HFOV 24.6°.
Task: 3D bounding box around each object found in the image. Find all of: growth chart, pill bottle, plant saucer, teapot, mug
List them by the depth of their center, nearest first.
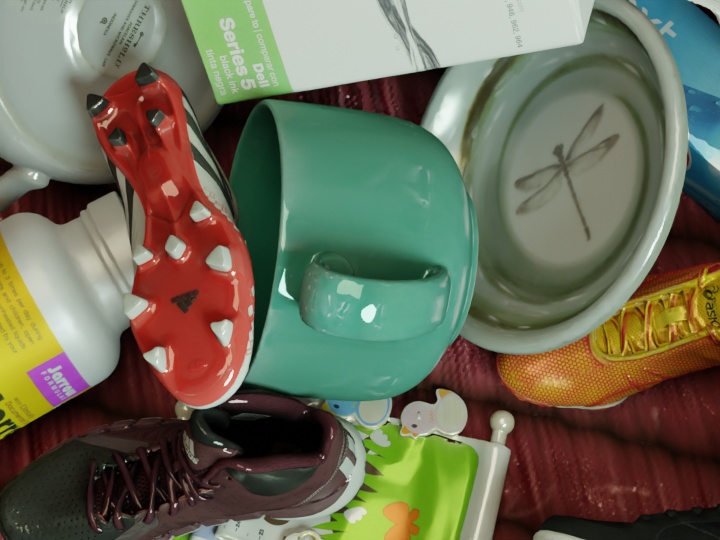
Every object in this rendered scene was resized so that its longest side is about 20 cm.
[{"bbox_3d":[-0.003,0.004,0.856,0.114,0.152,0.185,6,45,-16],"label":"mug"},{"bbox_3d":[0.108,-0.051,0.891,0.200,0.050,0.201,-18,66,47],"label":"plant saucer"},{"bbox_3d":[-0.020,0.127,0.897,0.199,0.018,0.145,4,71,6],"label":"growth chart"},{"bbox_3d":[-0.203,0.037,0.898,0.200,0.104,0.104,-30,71,-4],"label":"pill bottle"},{"bbox_3d":[-0.171,-0.146,0.938,0.200,0.198,0.146,-29,31,-28],"label":"teapot"}]

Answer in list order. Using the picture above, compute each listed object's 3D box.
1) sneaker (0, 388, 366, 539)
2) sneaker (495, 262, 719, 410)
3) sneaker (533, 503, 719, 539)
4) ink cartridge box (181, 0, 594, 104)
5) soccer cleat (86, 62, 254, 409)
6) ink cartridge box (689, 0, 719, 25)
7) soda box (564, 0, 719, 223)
[{"bbox_3d":[-0.099,0.096,0.843,0.199,0.116,0.076,-13,70,0],"label":"sneaker"},{"bbox_3d":[0.168,0.023,0.881,0.199,0.077,0.073,-16,71,7],"label":"sneaker"},{"bbox_3d":[0.193,0.130,0.852,0.199,0.073,0.112,16,70,2],"label":"sneaker"},{"bbox_3d":[0.022,-0.167,0.865,0.199,0.084,0.146,-7,30,19],"label":"ink cartridge box"},{"bbox_3d":[-0.088,-0.015,0.844,0.068,0.085,0.200,-26,60,10],"label":"soccer cleat"},{"bbox_3d":[0.207,-0.177,0.900,0.199,0.057,0.163,13,54,-12],"label":"ink cartridge box"},{"bbox_3d":[0.187,-0.094,0.927,0.068,0.064,0.200,-43,72,-9],"label":"soda box"}]
